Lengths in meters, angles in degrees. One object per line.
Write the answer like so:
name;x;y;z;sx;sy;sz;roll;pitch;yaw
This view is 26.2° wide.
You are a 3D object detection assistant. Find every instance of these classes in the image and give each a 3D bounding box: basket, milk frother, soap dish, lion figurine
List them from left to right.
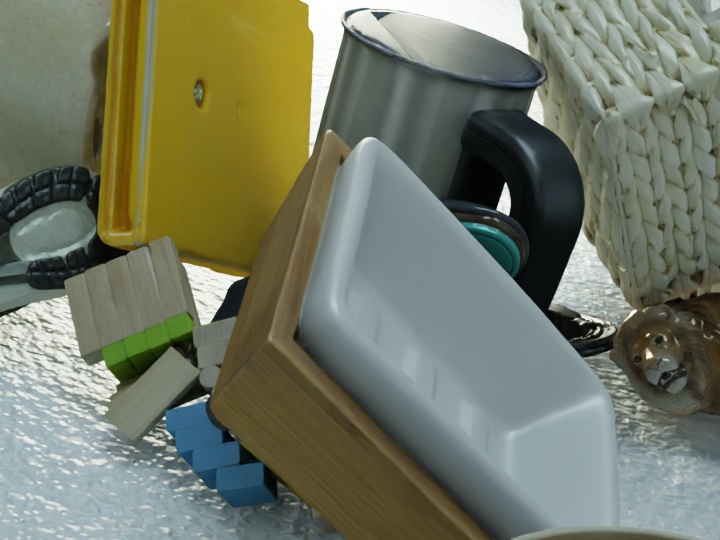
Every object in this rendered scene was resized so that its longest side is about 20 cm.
soap dish;0.027;0.056;0.664;0.200;0.081;0.158;47;28;-21
milk frother;0.068;-0.034;0.889;0.180;0.189;0.200;28;25;25
basket;0.176;-0.091;0.884;0.123;0.200;0.136;-24;52;-2
lion figurine;0.249;0.022;0.884;0.123;0.200;0.072;48;0;16

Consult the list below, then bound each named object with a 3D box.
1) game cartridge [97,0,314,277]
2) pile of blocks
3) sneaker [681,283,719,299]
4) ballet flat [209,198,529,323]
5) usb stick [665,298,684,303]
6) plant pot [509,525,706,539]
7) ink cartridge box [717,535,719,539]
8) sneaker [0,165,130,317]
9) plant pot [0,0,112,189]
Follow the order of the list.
game cartridge;-0.080;-0.088;0.869;0.032;0.177;0.200;1;-7;21
pile of blocks;-0.067;0.069;0.745;0.200;0.082;0.062;42;-11;30
sneaker;0.221;-0.001;1.004;0.090;0.075;0.200;-15;23;-5
ballet flat;0.000;0.000;0.779;0.073;0.199;0.073;33;43;-38
usb stick;0.212;0.039;1.025;0.055;0.033;0.200;11;21;10
plant pot;0.098;0.189;0.454;0.199;0.135;0.200;14;21;-5
ink cartridge box;0.207;0.162;0.682;0.115;0.067;0.200;20;22;10
sneaker;-0.216;0.007;0.783;0.199;0.077;0.088;-16;-5;-34
plant pot;-0.203;-0.122;0.879;0.183;0.201;0.200;18;22;14
